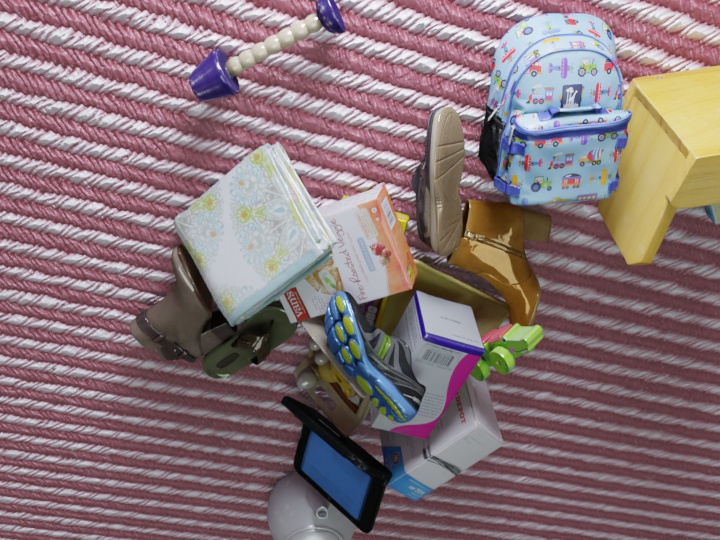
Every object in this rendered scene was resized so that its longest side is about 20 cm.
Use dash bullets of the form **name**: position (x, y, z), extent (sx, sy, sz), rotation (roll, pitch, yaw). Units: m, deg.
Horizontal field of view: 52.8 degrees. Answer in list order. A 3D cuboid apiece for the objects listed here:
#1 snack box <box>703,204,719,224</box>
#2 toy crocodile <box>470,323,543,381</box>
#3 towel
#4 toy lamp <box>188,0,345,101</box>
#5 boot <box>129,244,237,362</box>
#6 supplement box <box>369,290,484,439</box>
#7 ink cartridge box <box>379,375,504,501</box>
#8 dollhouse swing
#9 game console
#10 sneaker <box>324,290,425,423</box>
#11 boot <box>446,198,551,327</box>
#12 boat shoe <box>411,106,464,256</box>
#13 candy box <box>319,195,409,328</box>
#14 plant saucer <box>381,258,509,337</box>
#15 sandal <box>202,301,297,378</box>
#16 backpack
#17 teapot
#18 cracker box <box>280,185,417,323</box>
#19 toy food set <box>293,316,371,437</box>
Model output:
- **snack box**: position (0.574, -0.158, 1.016), extent (0.196, 0.038, 0.117), rotation (-26, 125, 15)
- **toy crocodile**: position (0.200, 0.114, 1.066), extent (0.062, 0.067, 0.200), rotation (53, 156, 3)
- **towel**: position (-0.143, -0.047, 0.976), extent (0.198, 0.048, 0.174), rotation (-34, 80, 20)
- **toy lamp**: position (-0.115, -0.262, 0.862), extent (0.196, 0.059, 0.059), rotation (-26, 126, 14)
- **boot**: position (-0.281, 0.062, 1.089), extent (0.143, 0.071, 0.203), rotation (-17, 127, 11)
- **supplement box**: position (0.093, 0.148, 1.106), extent (0.099, 0.105, 0.203), rotation (16, 123, -17)
- **ink cartridge box**: position (0.131, 0.271, 1.235), extent (0.199, 0.148, 0.085), rotation (-38, 124, 23)
- **dollhouse swing**: position (0.416, -0.125, 0.922), extent (0.176, 0.202, 0.179), rotation (-8, 128, 1)
- **game console**: position (-0.056, 0.325, 1.210), extent (0.118, 0.198, 0.176), rotation (-55, 148, -6)
- **sneaker**: position (0.021, 0.114, 1.005), extent (0.070, 0.083, 0.202), rotation (-28, 100, 48)
- **boot**: position (0.193, 0.000, 1.066), extent (0.140, 0.071, 0.207), rotation (5, 105, -8)
- **boat shoe**: position (0.100, -0.120, 0.983), extent (0.071, 0.064, 0.205), rotation (-30, 126, -39)
- **candy box**: position (0.000, 0.000, 1.059), extent (0.100, 0.027, 0.205), rotation (18, 119, 9)
- **plant saucer**: position (0.105, 0.076, 1.147), extent (0.196, 0.049, 0.201), rotation (24, 123, -22)
- **sandal**: position (-0.173, 0.124, 1.152), extent (0.200, 0.058, 0.079), rotation (-40, 121, 23)
- **backpack**: position (0.244, -0.201, 0.894), extent (0.177, 0.136, 0.204), rotation (-1, 125, -5)
- **teapot**: position (-0.091, 0.494, 1.388), extent (0.195, 0.148, 0.200), rotation (-30, 125, 18)
- **cracker box**: position (-0.034, -0.019, 1.011), extent (0.195, 0.058, 0.137), rotation (-16, 110, 22)
- **toy food set**: position (-0.049, 0.169, 1.111), extent (0.060, 0.144, 0.201), rotation (-35, 163, -23)
